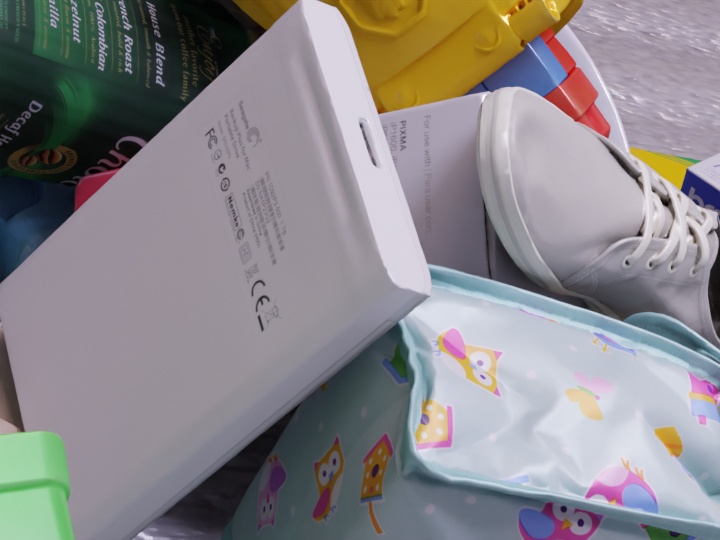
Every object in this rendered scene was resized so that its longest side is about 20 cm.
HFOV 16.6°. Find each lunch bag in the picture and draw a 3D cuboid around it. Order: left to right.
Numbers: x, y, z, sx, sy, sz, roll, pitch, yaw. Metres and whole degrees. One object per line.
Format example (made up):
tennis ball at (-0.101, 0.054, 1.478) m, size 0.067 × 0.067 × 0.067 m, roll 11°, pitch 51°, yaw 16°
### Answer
lunch bag at (0.069, 0.102, 0.952) m, size 0.199 × 0.171 × 0.122 m, roll 12°, pitch 42°, yaw -22°

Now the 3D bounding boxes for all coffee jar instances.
coffee jar at (-0.115, -0.080, 1.060) m, size 0.200 × 0.104 × 0.086 m, roll 11°, pitch 58°, yaw -40°

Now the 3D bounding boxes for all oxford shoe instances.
oxford shoe at (0.104, -0.017, 0.967) m, size 0.058 × 0.075 × 0.200 m, roll -8°, pitch -29°, yaw 31°

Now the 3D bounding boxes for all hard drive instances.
hard drive at (-0.062, 0.007, 0.942) m, size 0.026 × 0.200 × 0.132 m, roll 15°, pitch 46°, yaw -41°

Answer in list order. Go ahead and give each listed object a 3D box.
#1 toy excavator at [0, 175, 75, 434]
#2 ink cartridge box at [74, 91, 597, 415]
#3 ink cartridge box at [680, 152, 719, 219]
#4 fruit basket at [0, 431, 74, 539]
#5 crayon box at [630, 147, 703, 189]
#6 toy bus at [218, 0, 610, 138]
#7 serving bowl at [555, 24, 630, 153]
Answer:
toy excavator at (-0.168, 0.003, 1.074) m, size 0.200 × 0.100 × 0.194 m, roll 41°, pitch 32°, yaw 18°
ink cartridge box at (0.000, 0.000, 1.040) m, size 0.199 × 0.086 × 0.147 m, roll -8°, pitch -19°, yaw 30°
ink cartridge box at (0.229, 0.033, 1.164) m, size 0.044 × 0.094 × 0.200 m, roll -24°, pitch 50°, yaw -38°
fruit basket at (-0.200, 0.088, 0.799) m, size 0.215 × 0.156 × 0.216 m, roll 22°, pitch 37°, yaw -18°
crayon box at (0.200, 0.006, 1.369) m, size 0.172 × 0.058 × 0.200 m, roll 10°, pitch 28°, yaw -22°
toy bus at (0.038, -0.127, 1.085) m, size 0.192 × 0.136 × 0.200 m, roll 51°, pitch 19°, yaw -6°
serving bowl at (0.041, -0.059, 1.212) m, size 0.200 × 0.066 × 0.201 m, roll 22°, pitch 54°, yaw -33°
